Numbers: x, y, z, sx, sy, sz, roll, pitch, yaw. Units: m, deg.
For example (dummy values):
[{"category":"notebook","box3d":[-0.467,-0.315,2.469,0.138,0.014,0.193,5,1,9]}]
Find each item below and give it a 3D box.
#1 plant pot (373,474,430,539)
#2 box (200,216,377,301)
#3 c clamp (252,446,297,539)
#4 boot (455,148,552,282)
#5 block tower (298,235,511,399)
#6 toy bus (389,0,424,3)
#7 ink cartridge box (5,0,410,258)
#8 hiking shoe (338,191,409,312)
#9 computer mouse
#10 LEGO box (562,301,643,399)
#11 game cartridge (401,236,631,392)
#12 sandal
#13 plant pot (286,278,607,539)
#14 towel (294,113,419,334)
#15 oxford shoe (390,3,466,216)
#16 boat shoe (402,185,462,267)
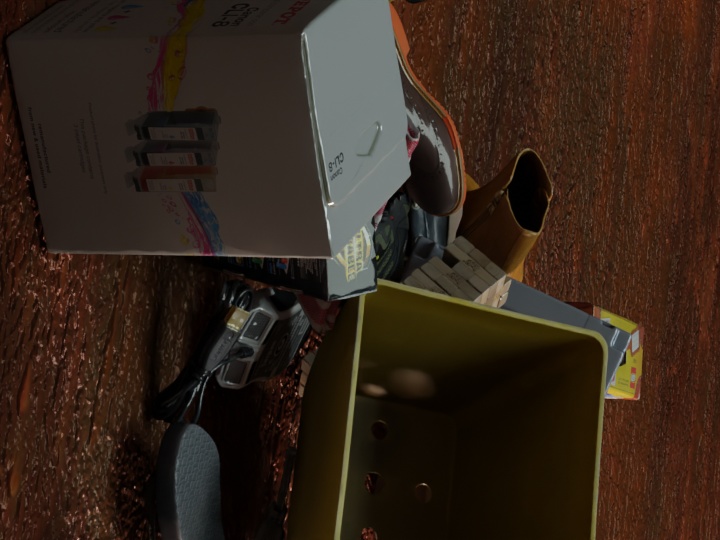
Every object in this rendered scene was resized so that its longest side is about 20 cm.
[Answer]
[{"category":"plant pot","box3d":[0.069,0.207,1.933,0.201,0.092,0.202,2,90,-70]},{"category":"box","box3d":[-0.056,-0.090,1.493,0.046,0.159,0.201,-13,106,-35]},{"category":"c clamp","box3d":[-0.085,0.254,1.589,0.171,0.027,0.200,96,8,-47]},{"category":"boot","box3d":[0.121,-0.059,1.938,0.202,0.070,0.144,-96,-154,-45]},{"category":"block tower","box3d":[0.034,0.050,1.754,0.200,0.058,0.054,-39,158,-28]},{"category":"toy bus","box3d":[-0.017,-0.289,1.646,0.193,0.135,0.200,69,25,-14]},{"category":"ink cartridge box","box3d":[-0.088,-0.100,1.347,0.145,0.199,0.145,-50,137,-58]},{"category":"hiking shoe","box3d":[0.000,0.000,1.756,0.200,0.075,0.101,-36,122,-65]},{"category":"computer mouse","box3d":[-0.086,0.049,1.567,0.110,0.044,0.200,-64,167,11]},{"category":"LEGO box","box3d":[0.180,0.078,2.129,0.200,0.148,0.078,20,73,-68]},{"category":"game cartridge","box3d":[0.112,0.072,1.842,0.040,0.199,0.134,96,20,-84]},{"category":"sandal","box3d":[-0.124,0.183,1.506,0.201,0.043,0.076,86,19,-44]},{"category":"plant pot","box3d":[0.045,0.140,1.596,0.176,0.199,0.201,150,-50,-61]},{"category":"towel","box3d":[-0.021,-0.071,1.533,0.147,0.030,0.200,64,-35,34]},{"category":"oxford shoe","box3d":[0.021,-0.126,1.778,0.201,0.071,0.073,62,36,-11]},{"category":"boat shoe","box3d":[0.052,-0.011,1.897,0.075,0.062,0.201,-104,-162,-73]}]
